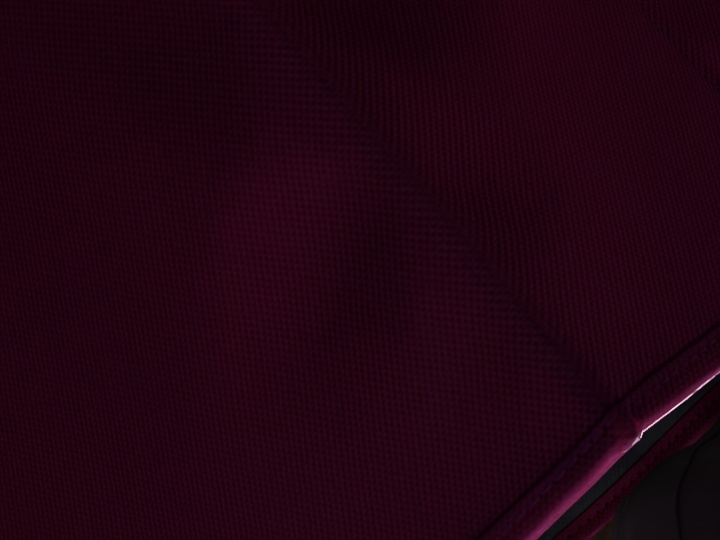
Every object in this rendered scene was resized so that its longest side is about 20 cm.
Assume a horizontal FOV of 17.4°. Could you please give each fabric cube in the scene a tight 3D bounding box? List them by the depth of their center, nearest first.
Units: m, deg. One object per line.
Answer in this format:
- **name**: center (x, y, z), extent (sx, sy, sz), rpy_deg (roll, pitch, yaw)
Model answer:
- **fabric cube**: center (-0.016, -0.020, 0.508), extent (0.200, 0.200, 0.196), rpy_deg (-29, 163, -50)

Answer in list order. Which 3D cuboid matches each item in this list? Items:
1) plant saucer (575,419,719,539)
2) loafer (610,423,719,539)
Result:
- **plant saucer**: center (0.121, 0.015, 0.634), extent (0.200, 0.200, 0.048), rpy_deg (-44, 142, -2)
- **loafer**: center (0.099, 0.051, 0.481), extent (0.070, 0.070, 0.200), rpy_deg (-38, -179, 18)
